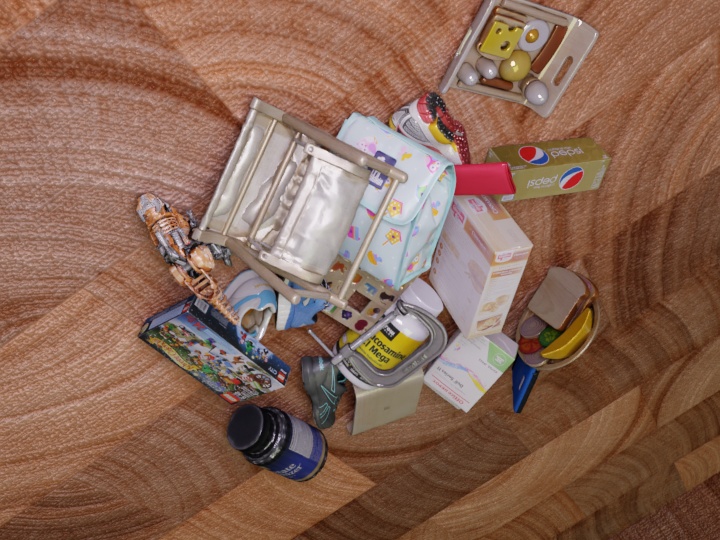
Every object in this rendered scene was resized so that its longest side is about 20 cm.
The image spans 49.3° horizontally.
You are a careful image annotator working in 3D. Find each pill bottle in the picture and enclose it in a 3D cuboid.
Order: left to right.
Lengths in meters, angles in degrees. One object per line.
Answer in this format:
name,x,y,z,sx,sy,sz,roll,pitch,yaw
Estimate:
pill bottle,-0.158,0.324,1.489,0.112,0.112,0.200,-38,139,12
pill bottle,0.050,0.107,1.380,0.112,0.113,0.200,20,120,-41

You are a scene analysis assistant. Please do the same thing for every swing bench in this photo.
swing bench,-0.081,-0.085,1.017,0.129,0.199,0.200,11,108,-60

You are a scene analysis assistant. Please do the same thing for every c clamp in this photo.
c clamp,0.037,0.117,1.309,0.199,0.027,0.171,-34,106,19

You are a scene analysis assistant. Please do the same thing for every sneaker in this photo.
sneaker,-0.202,0.092,1.248,0.076,0.081,0.200,11,128,-39
sneaker,-0.086,0.016,1.228,0.088,0.079,0.201,-1,140,-12
sneaker,-0.059,0.231,1.468,0.079,0.076,0.201,-11,138,-2
sneaker,0.107,-0.188,1.151,0.082,0.078,0.200,-14,150,25

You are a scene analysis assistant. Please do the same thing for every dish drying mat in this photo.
dish drying mat,0.125,-0.134,1.157,0.198,0.018,0.077,2,158,23

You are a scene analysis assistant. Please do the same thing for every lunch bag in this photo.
lunch bag,0.034,-0.102,1.100,0.122,0.170,0.201,-33,147,-43

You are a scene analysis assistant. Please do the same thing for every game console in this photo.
game console,0.393,0.187,1.645,0.117,0.172,0.201,6,142,1

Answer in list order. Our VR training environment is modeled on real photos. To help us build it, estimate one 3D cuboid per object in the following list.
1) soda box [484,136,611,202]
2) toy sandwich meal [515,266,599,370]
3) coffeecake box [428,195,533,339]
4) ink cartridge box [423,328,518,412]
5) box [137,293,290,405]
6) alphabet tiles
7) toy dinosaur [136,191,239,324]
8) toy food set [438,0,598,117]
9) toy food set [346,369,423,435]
soda box,0.300,-0.165,1.273,0.198,0.068,0.064,-9,136,-21
toy sandwich meal,0.369,0.092,1.499,0.205,0.206,0.070,-43,124,16
coffeecake box,0.193,-0.012,1.305,0.072,0.154,0.201,-10,137,-21
ink cartridge box,0.204,0.195,1.550,0.117,0.067,0.201,36,118,1
box,-0.224,0.126,1.209,0.136,0.038,0.200,-25,125,38
alphabet tiles,0.000,0.000,1.273,0.167,0.008,0.200,33,114,-20
toy dinosaur,-0.234,-0.014,1.070,0.101,0.136,0.202,-13,97,5
toy food set,0.220,-0.292,1.090,0.199,0.061,0.144,4,131,-33
toy food set,0.043,0.251,1.578,0.142,0.061,0.201,-16,146,-16
